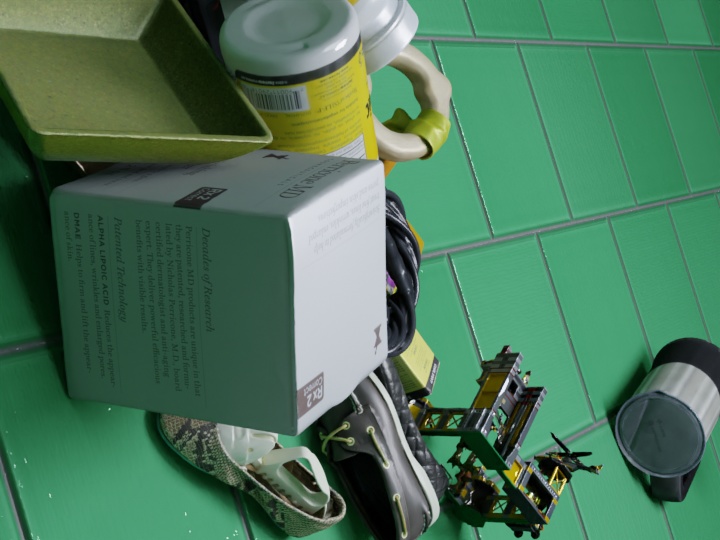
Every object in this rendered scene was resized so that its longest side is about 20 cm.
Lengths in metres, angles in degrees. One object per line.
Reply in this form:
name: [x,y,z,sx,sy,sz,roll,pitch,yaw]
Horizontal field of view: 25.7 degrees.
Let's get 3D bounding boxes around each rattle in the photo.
rattle: [-0.018,-0.174,1.562,0.199,0.143,0.131,18,83,-26]

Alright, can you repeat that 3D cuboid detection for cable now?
cable: [0.000,0.000,1.406,0.163,0.051,0.201,54,31,-36]

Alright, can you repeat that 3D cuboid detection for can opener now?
can opener: [-0.140,-0.229,1.316,0.079,0.063,0.201,-52,147,-28]

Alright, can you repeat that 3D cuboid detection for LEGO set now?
LEGO set: [0.131,0.159,1.562,0.200,0.153,0.116,47,55,-23]

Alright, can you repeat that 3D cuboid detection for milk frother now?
milk frother: [0.455,0.193,2.028,0.188,0.199,0.182,-40,112,-58]

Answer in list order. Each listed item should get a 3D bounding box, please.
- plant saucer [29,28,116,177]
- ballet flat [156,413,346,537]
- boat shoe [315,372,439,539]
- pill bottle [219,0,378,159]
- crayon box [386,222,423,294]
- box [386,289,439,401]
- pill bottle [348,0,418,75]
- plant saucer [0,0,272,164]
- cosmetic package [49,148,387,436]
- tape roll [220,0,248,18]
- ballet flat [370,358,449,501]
plant saucer: [-0.209,-0.143,1.289,0.200,0.035,0.202,36,45,-45]
ballet flat: [-0.078,0.154,1.299,0.200,0.075,0.068,45,40,-37]
boat shoe: [0.001,0.159,1.428,0.061,0.072,0.202,-37,99,-47]
pill bottle: [-0.044,-0.115,1.272,0.112,0.110,0.201,-70,158,-47]
crayon box: [-0.001,-0.025,1.548,0.200,0.051,0.127,51,35,-31]
box: [-0.009,0.043,1.477,0.200,0.075,0.050,52,34,-27]
pill bottle: [-0.040,-0.258,1.298,0.200,0.112,0.112,48,37,-29]
plant saucer: [-0.192,-0.141,1.162,0.199,0.048,0.200,-1,43,-38]
cosmetic package: [-0.100,0.006,1.180,0.165,0.199,0.166,-37,129,-59]
tape roll: [-0.112,-0.321,1.443,0.202,0.138,0.204,35,45,-45]
ballet flat: [0.029,0.138,1.482,0.057,0.066,0.201,-39,120,-37]
